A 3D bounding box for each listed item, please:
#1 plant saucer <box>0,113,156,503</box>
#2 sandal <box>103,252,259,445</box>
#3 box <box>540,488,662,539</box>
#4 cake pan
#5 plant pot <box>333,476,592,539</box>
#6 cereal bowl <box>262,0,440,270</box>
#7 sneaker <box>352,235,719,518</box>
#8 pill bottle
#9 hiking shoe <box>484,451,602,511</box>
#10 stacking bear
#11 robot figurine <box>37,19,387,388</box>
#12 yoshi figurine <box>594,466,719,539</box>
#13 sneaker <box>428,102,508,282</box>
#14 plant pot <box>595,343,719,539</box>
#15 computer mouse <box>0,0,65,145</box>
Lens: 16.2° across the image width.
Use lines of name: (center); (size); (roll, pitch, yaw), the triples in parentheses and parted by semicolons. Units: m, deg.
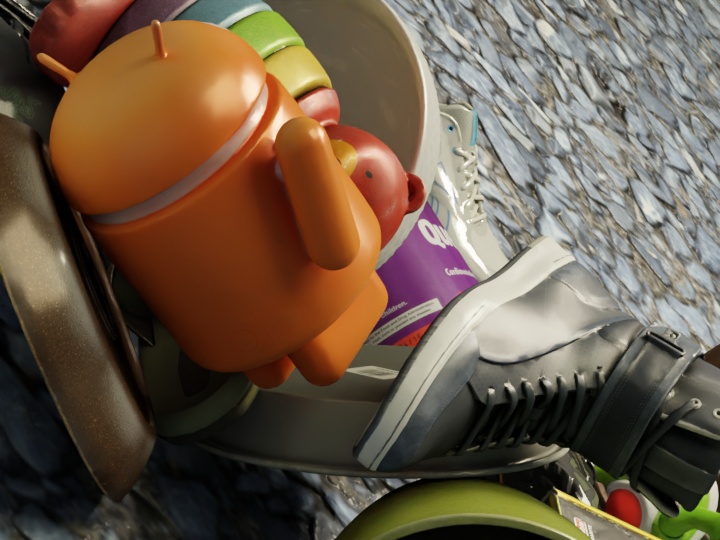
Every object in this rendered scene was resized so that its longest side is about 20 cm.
plant saucer: (-0.138, 0.011, 1.191); (0.200, 0.032, 0.200); (159, -90, -88)
sandal: (-0.096, 0.009, 1.302); (0.057, 0.080, 0.201); (49, 10, -33)
box: (0.165, 0.225, 1.341); (0.160, 0.049, 0.200); (29, 30, -25)
cake pan: (0.010, 0.070, 1.315); (0.200, 0.200, 0.037); (-18, 111, -67)
plant pot: (0.048, 0.175, 1.245); (0.187, 0.187, 0.200); (46, 9, -11)
cereal bowl: (-0.046, -0.067, 1.419); (0.200, 0.200, 0.083); (60, 5, 23)
sneaker: (0.097, 0.070, 1.200); (0.146, 0.077, 0.202); (39, 39, 12)
pill bottle: (0.000, 0.000, 1.493); (0.112, 0.112, 0.200); (7, 47, -60)
hiking shoe: (0.121, 0.137, 1.560); (0.101, 0.076, 0.200); (18, 37, -48)
stacking bear: (-0.059, -0.080, 1.325); (0.200, 0.121, 0.114); (42, -16, 13)
robot figurine: (-0.066, -0.034, 1.186); (0.200, 0.117, 0.144); (53, 1, -27)
yoshi figurine: (0.215, 0.171, 1.604); (0.112, 0.112, 0.200); (41, 48, -44)
sneaker: (0.057, -0.069, 1.760); (0.200, 0.087, 0.075); (53, 20, 3)
plant pot: (0.288, 0.122, 1.751); (0.200, 0.198, 0.200); (42, 22, -21)
computer mouse: (-0.200, -0.114, 1.365); (0.138, 0.053, 0.200); (38, 24, -31)
